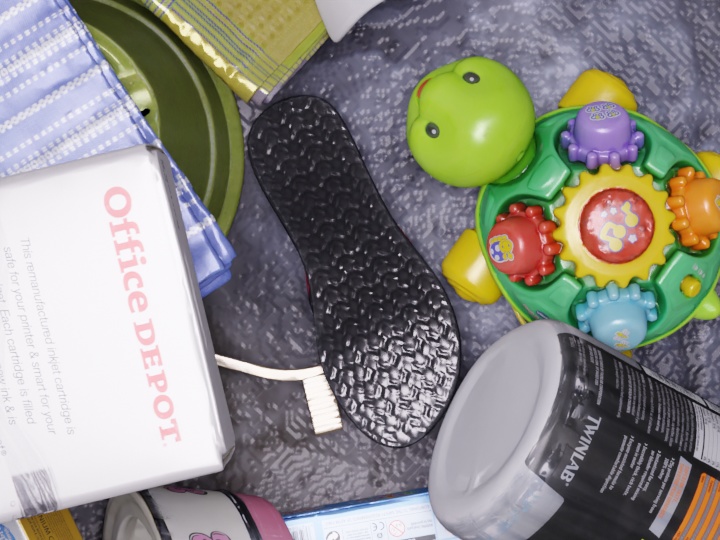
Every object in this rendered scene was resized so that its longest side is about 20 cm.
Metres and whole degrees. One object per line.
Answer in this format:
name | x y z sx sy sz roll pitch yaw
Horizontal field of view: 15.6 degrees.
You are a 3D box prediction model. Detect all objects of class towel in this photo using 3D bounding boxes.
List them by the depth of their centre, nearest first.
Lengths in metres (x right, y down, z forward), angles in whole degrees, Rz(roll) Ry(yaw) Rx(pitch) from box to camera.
towel | -0.167 -0.045 1.208 0.145 0.024 0.200 -33 90 1
towel | -0.082 -0.189 1.369 0.200 0.023 0.144 42 58 -4

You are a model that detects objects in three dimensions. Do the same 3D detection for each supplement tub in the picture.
supplement tub | 0.146 0.118 1.344 0.200 0.123 0.123 29 88 -21

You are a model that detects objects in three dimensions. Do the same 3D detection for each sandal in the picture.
sandal | 0.000 0.000 1.388 0.075 0.045 0.200 -23 72 2

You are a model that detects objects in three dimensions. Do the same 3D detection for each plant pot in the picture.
plant pot | -0.156 -0.061 1.311 0.200 0.190 0.200 0 90 -4

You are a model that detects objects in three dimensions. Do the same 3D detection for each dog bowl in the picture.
dog bowl | -0.073 0.200 1.319 0.074 0.200 0.200 -6 90 -18

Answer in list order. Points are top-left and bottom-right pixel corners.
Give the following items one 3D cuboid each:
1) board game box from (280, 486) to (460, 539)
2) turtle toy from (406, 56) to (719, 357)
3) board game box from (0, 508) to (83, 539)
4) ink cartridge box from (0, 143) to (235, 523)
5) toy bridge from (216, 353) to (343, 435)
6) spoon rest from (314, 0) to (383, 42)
board game box | 0.029 0.219 1.396 0.151 0.037 0.200 -9 89 -4
turtle toy | 0.109 -0.036 1.367 0.200 0.101 0.146 36 88 -2
board game box | -0.200 0.205 1.260 0.200 0.040 0.153 -25 91 27
ink cartridge box | -0.167 0.037 1.155 0.200 0.084 0.146 -13 91 2
toy bridge | -0.107 0.075 1.394 0.200 0.027 0.067 -15 90 -3
spoon rest | 0.073 -0.173 1.367 0.200 0.061 0.099 -22 87 -19
